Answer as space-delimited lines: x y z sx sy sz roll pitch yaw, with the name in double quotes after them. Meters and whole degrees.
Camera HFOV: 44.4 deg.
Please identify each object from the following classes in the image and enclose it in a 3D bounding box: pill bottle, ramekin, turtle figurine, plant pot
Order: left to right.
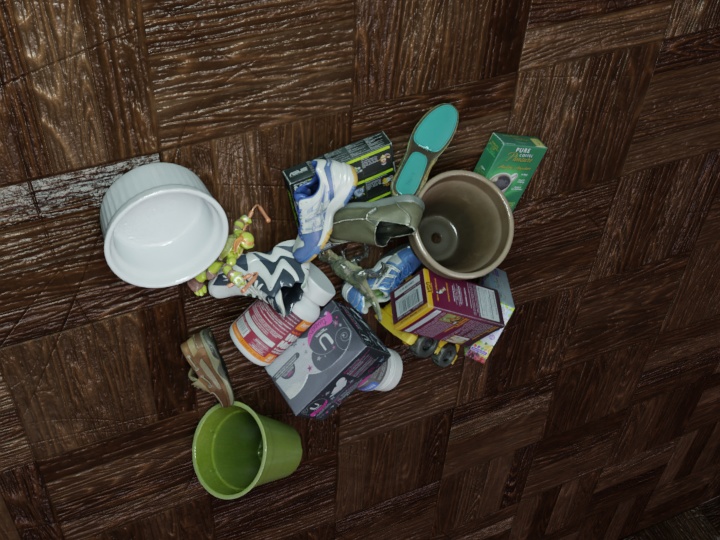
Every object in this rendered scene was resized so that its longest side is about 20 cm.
-0.324 -0.077 1.429 0.200 0.098 0.201 -17 137 -17 "ramekin"
-0.232 -0.020 1.507 0.064 0.201 0.161 32 131 -32 "turtle figurine"
-0.227 0.387 1.911 0.200 0.200 0.190 -46 151 16 "plant pot"
-0.148 0.080 1.690 0.200 0.110 0.109 -44 139 13 "pill bottle"
-0.008 0.196 1.893 0.200 0.114 0.114 21 117 -43 "pill bottle"
0.170 -0.073 1.674 0.199 0.201 0.175 -20 176 -14 "plant pot"

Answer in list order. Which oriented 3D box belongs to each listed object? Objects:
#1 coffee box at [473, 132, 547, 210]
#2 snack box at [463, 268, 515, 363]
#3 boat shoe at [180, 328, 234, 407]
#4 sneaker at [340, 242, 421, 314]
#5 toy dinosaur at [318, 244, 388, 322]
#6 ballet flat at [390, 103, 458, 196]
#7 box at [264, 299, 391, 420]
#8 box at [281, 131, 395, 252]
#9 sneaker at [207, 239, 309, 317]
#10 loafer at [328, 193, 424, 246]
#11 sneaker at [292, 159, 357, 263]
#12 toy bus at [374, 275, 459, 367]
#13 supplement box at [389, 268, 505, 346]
0.275 -0.177 1.755 0.122 0.044 0.201 -1 131 -32 "coffee box"
0.269 0.089 1.892 0.053 0.200 0.143 22 112 -5 "snack box"
-0.304 0.197 1.744 0.074 0.076 0.201 -19 130 -7 "boat shoe"
0.060 0.018 1.786 0.200 0.077 0.076 -35 138 1 "sneaker"
0.000 0.000 1.718 0.088 0.047 0.200 -44 103 -2 "toy dinosaur"
0.110 -0.210 1.586 0.071 0.071 0.201 39 75 -49 "ballet flat"
-0.066 0.177 1.735 0.200 0.132 0.115 -44 151 10 "box"
-0.029 -0.135 1.602 0.199 0.048 0.194 -23 137 -10 "box"
-0.179 0.035 1.592 0.198 0.130 0.080 -17 141 2 "sneaker"
0.017 -0.080 1.554 0.199 0.070 0.075 -14 145 24 "loafer"
-0.085 -0.106 1.521 0.088 0.075 0.201 16 115 -26 "sneaker"
0.158 0.088 1.896 0.200 0.136 0.192 31 94 -48 "toy bus"
0.171 0.076 1.731 0.199 0.086 0.110 15 145 -34 "supplement box"
